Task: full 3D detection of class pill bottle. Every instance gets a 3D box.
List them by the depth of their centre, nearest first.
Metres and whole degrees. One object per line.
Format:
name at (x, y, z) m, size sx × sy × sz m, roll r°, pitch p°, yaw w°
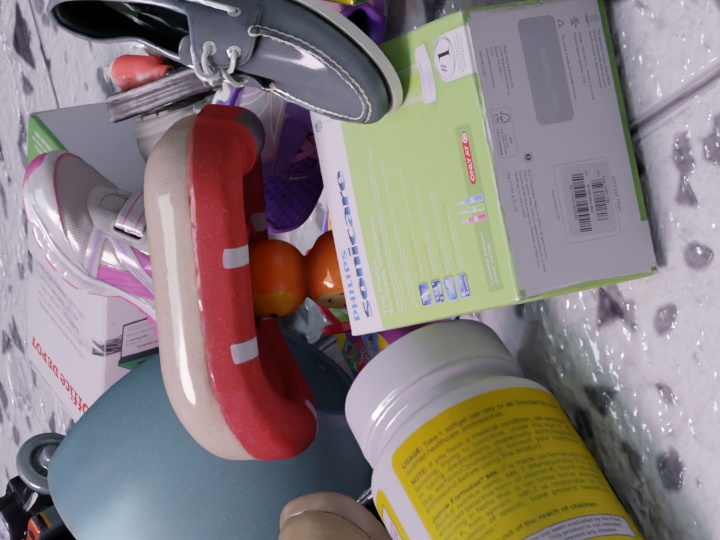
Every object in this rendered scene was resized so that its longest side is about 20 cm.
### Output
pill bottle at (0.075, 0.128, 1.395) m, size 0.200 × 0.114 × 0.114 m, roll 60°, pitch 149°, yaw 34°

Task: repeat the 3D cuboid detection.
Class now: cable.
cable at (-0.106, -0.134, 1.684) m, size 0.050 × 0.097 × 0.200 m, roll 62°, pitch 158°, yaw -11°

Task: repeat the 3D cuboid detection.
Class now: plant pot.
plant pot at (-0.072, 0.111, 1.637) m, size 0.135 × 0.200 × 0.200 m, roll -59°, pitch 43°, yaw 20°

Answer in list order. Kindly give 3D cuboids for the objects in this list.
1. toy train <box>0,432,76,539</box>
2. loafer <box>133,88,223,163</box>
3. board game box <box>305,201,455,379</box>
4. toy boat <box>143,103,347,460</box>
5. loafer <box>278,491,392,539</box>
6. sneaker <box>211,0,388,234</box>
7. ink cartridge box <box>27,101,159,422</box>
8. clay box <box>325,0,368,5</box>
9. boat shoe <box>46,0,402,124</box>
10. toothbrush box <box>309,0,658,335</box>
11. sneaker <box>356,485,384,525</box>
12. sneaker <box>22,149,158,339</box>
toy train at (-0.144, 0.144, 1.771) m, size 0.114 × 0.200 × 0.085 m, roll 50°, pitch 149°, yaw 23°
loafer at (-0.081, -0.080, 1.695) m, size 0.200 × 0.070 × 0.070 m, roll -4°, pitch 111°, yaw 66°
board game box at (0.000, 0.000, 1.579) m, size 0.158 × 0.039 × 0.200 m, roll 54°, pitch 144°, yaw 42°
toy boat at (-0.045, 0.006, 1.498) m, size 0.131 × 0.130 × 0.201 m, roll -73°, pitch -22°, yaw -76°
loafer at (0.020, 0.208, 1.488) m, size 0.200 × 0.068 × 0.076 m, roll 43°, pitch 136°, yaw -18°
sneaker at (-0.030, -0.100, 1.542) m, size 0.088 × 0.080 × 0.201 m, roll 50°, pitch 136°, yaw 43°
ink cartridge box at (-0.173, 0.002, 1.889) m, size 0.146 × 0.084 × 0.200 m, roll 45°, pitch 139°, yaw 49°
clay box at (-0.047, -0.186, 1.433) m, size 0.200 × 0.115 × 0.048 m, roll 14°, pitch 115°, yaw 35°
boat shoe at (-0.072, -0.115, 1.373) m, size 0.200 × 0.062 × 0.073 m, roll 27°, pitch 147°, yaw 21°
toothbrush box at (0.057, -0.051, 1.388) m, size 0.200 × 0.086 × 0.146 m, roll -16°, pitch 85°, yaw 64°
sneaker at (0.018, 0.160, 1.560) m, size 0.078 × 0.085 × 0.200 m, roll 64°, pitch 152°, yaw 29°
sneaker at (-0.127, -0.016, 1.731) m, size 0.088 × 0.200 × 0.081 m, roll -39°, pitch 21°, yaw 35°
